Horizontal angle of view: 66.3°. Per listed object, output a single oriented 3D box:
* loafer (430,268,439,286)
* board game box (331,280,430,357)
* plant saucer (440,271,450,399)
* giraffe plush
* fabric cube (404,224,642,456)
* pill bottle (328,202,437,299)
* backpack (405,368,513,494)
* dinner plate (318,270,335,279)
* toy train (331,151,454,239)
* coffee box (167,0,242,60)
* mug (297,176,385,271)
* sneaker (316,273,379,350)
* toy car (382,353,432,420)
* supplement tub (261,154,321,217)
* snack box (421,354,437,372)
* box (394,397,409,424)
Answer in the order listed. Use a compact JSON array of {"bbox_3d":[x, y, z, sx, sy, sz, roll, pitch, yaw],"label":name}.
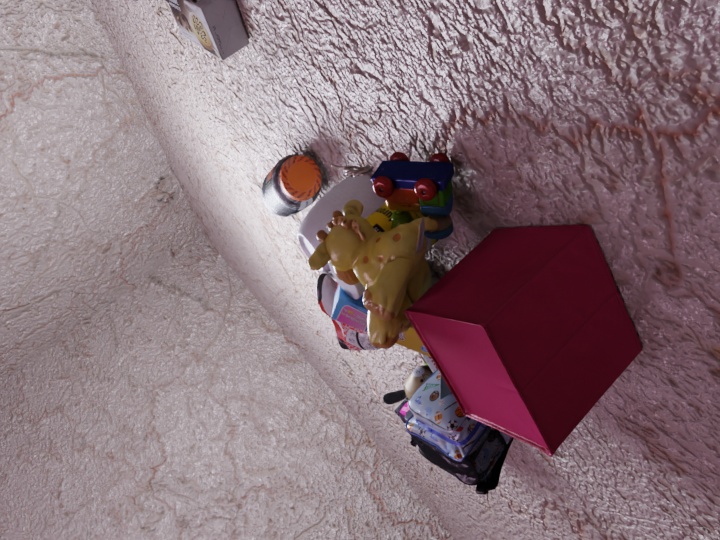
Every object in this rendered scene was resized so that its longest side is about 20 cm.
[{"bbox_3d":[0.095,0.061,1.150,0.201,0.070,0.064,-52,59,39],"label":"loafer"},{"bbox_3d":[0.046,0.073,1.011,0.194,0.041,0.154,21,-160,-8],"label":"board game box"},{"bbox_3d":[0.151,0.107,0.906,0.035,0.206,0.203,2,145,9],"label":"plant saucer"},{"bbox_3d":[0.012,-0.013,0.816,0.158,0.172,0.206,21,123,22],"label":"giraffe plush"},{"bbox_3d":[0.216,0.081,0.747,0.203,0.198,0.195,57,160,-16],"label":"fabric cube"},{"bbox_3d":[0.043,-0.045,0.952,0.111,0.199,0.112,43,161,20],"label":"pill bottle"},{"bbox_3d":[0.188,0.252,0.981,0.197,0.189,0.158,18,139,51],"label":"backpack"},{"bbox_3d":[0.000,0.000,1.171,0.198,0.194,0.025,19,113,59],"label":"dinner plate"},{"bbox_3d":[0.053,-0.114,0.867,0.194,0.085,0.118,8,133,28],"label":"toy train"},{"bbox_3d":[-0.333,-0.549,1.182,0.199,0.079,0.115,40,159,36],"label":"coffee box"},{"bbox_3d":[-0.047,-0.091,1.134,0.150,0.174,0.198,59,161,-21],"label":"mug"},{"bbox_3d":[-0.012,0.085,1.117,0.104,0.068,0.205,0,132,26],"label":"sneaker"},{"bbox_3d":[0.140,0.232,1.204,0.163,0.198,0.161,22,146,56],"label":"toy car"},{"bbox_3d":[-0.164,-0.202,1.315,0.124,0.121,0.199,56,162,-10],"label":"supplement tub"},{"bbox_3d":[0.154,0.152,1.146,0.024,0.071,0.201,48,-174,-41],"label":"snack box"},{"bbox_3d":[0.193,0.365,1.421,0.116,0.132,0.200,49,162,-3],"label":"box"}]
